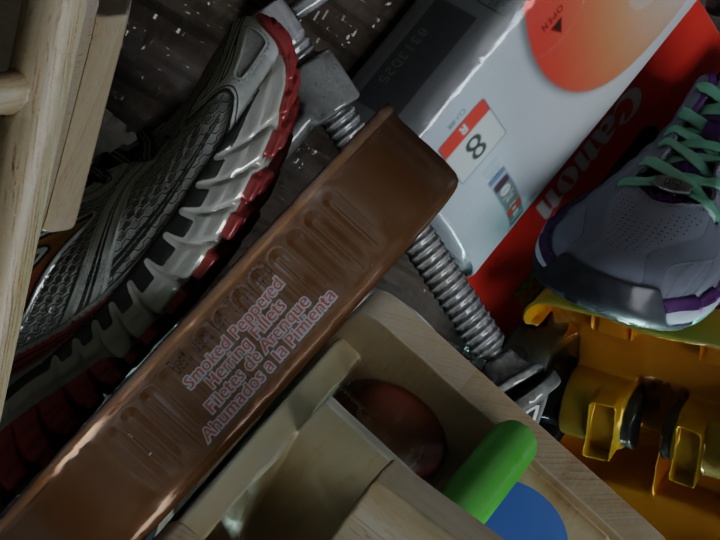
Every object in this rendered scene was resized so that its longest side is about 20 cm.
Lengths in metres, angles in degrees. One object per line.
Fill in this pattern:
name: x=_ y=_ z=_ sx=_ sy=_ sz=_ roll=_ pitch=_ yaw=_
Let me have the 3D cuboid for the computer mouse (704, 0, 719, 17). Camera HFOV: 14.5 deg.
computer mouse: x=0.185 y=-0.143 z=1.065 sx=0.140 sy=0.200 sz=0.046 roll=-44 pitch=104 yaw=8

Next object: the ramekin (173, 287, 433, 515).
ramekin: x=-0.011 y=0.114 z=1.070 sx=0.200 sy=0.105 sz=0.200 roll=-29 pitch=135 yaw=-33

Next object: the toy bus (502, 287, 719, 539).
toy bus: x=0.146 y=0.067 z=1.203 sx=0.192 sy=0.136 sz=0.200 roll=-48 pitch=148 yaw=-48

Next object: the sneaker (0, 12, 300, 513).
sneaker: x=-0.094 y=-0.002 z=0.838 sx=0.200 sy=0.082 sz=0.078 roll=-47 pitch=-178 yaw=3

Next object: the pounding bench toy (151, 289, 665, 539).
pounding bench toy: x=0.012 y=0.089 z=0.847 sx=0.156 sy=0.124 sz=0.200 roll=-48 pitch=180 yaw=-44

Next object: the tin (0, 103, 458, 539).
tin: x=-0.045 y=0.032 z=0.844 sx=0.200 sy=0.042 sz=0.112 roll=-48 pitch=177 yaw=-19

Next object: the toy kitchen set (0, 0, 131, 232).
toy kitchen set: x=-0.070 y=-0.087 z=0.803 sx=0.180 sy=0.163 sz=0.200 roll=-6 pitch=121 yaw=-47

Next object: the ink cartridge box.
ink cartridge box: x=0.087 y=-0.062 z=1.100 sx=0.162 sy=0.050 sz=0.200 roll=-51 pitch=140 yaw=-8

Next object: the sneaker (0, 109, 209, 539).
sneaker: x=-0.122 y=0.048 z=0.912 sx=0.130 sy=0.079 sz=0.199 roll=-34 pitch=149 yaw=-41

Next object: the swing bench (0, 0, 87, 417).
swing bench: x=-0.171 y=0.018 z=0.702 sx=0.130 sy=0.199 sz=0.200 roll=-16 pitch=113 yaw=-42

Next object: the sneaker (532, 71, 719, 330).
sneaker: x=0.125 y=-0.040 z=1.105 sx=0.200 sy=0.074 sz=0.088 roll=-34 pitch=143 yaw=-64

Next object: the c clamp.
c clamp: x=0.000 y=0.000 z=0.973 sx=0.171 sy=0.027 sz=0.200 roll=-29 pitch=93 yaw=-12
